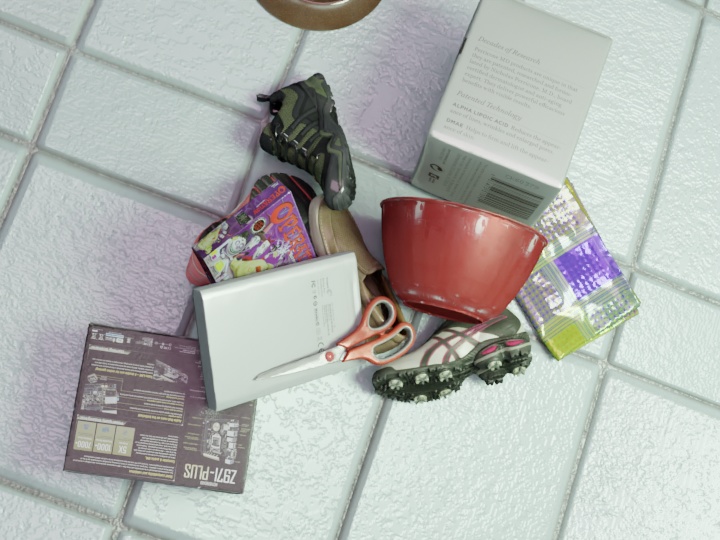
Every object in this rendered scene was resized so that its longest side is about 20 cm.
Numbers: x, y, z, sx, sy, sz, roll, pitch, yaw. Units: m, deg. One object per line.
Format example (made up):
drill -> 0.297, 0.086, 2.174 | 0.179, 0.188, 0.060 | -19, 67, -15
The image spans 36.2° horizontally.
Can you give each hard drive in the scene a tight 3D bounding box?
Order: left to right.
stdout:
hard drive -> -0.085, 0.063, 1.212 | 0.199, 0.027, 0.133 | -15, 105, -35

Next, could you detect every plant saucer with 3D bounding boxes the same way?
plant saucer -> -0.053, -0.403, 1.387 | 0.198, 0.034, 0.202 | 1, 80, -8

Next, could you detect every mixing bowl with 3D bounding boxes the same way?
mixing bowl -> 0.107, -0.003, 1.262 | 0.198, 0.200, 0.109 | 15, 81, -6

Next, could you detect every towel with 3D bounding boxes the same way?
towel -> 0.249, -0.004, 1.375 | 0.143, 0.023, 0.201 | -28, 86, -13

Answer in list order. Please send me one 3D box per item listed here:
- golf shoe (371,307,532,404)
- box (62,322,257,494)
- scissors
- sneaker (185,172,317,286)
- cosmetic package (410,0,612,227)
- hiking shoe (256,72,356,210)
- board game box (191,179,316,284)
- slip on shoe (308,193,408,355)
golf shoe -> 0.104, 0.100, 1.319 | 0.198, 0.077, 0.089 | -12, 57, -9
box -> -0.217, 0.157, 1.238 | 0.198, 0.086, 0.165 | 8, 79, -8
scissors -> -0.022, 0.098, 1.226 | 0.199, 0.014, 0.074 | -32, 99, -28
sneaker -> -0.134, -0.047, 1.297 | 0.200, 0.087, 0.074 | -38, 89, -37
cosmetic package -> 0.175, -0.186, 1.308 | 0.164, 0.165, 0.201 | 22, 73, 1
hiking shoe -> -0.066, -0.142, 1.305 | 0.100, 0.076, 0.201 | -16, 53, -1
board game box -> -0.107, -0.002, 1.232 | 0.120, 0.201, 0.032 | -43, 60, -15
slip on shoe -> 0.000, 0.000, 1.298 | 0.076, 0.060, 0.202 | -12, 84, -51
